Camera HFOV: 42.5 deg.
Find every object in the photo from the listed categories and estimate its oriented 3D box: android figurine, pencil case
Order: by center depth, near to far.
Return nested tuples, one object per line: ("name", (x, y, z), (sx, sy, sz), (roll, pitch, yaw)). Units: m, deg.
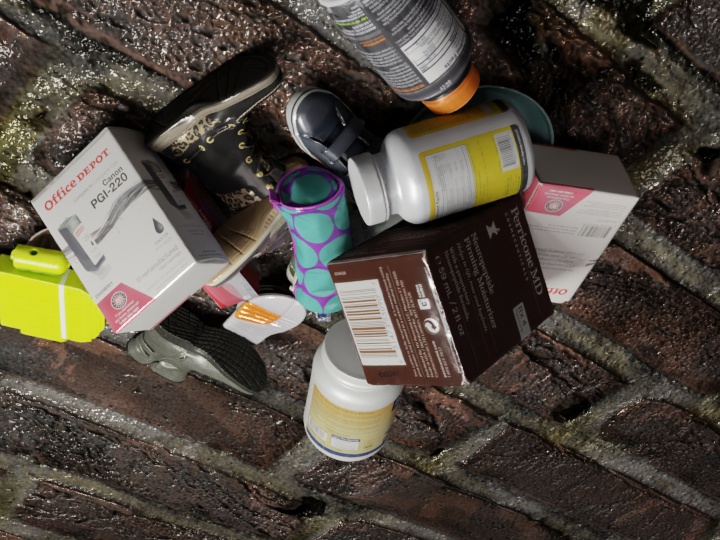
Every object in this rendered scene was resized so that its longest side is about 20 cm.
("pencil case", (-0.054, -0.033, 1.151), (0.092, 0.085, 0.201), (-10, 136, -3))
("android figurine", (-0.424, 0.038, 1.256), (0.198, 0.041, 0.183), (10, 139, -5))

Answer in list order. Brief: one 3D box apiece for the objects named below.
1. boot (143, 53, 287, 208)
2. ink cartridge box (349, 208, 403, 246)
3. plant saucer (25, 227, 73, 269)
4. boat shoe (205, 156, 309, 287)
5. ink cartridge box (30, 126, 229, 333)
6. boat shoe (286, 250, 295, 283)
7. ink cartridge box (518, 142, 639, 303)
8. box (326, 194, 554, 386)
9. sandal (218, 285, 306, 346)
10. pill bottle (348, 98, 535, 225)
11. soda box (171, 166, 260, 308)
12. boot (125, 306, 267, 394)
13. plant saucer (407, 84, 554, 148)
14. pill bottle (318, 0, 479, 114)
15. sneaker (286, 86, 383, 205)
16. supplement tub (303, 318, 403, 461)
("boot", (-0.141, -0.160, 1.106), (0.199, 0.074, 0.151), (-26, 132, 25))
("ink cartridge box", (0.043, 0.004, 1.252), (0.099, 0.039, 0.201), (-22, 112, -12))
("plant saucer", (-0.353, -0.004, 1.254), (0.198, 0.032, 0.201), (3, 140, 3))
("boat shoe", (-0.125, -0.052, 1.175), (0.200, 0.072, 0.065), (-52, 140, -8))
("ink cartridge box", (-0.275, -0.048, 1.102), (0.145, 0.201, 0.085), (-39, 168, 17))
("boat shoe", (0.000, 0.002, 1.291), (0.200, 0.072, 0.060), (10, 139, -11))
("ink cartridge box", (0.242, -0.057, 1.204), (0.145, 0.083, 0.201), (5, 136, -19))
("box", (0.099, 0.023, 1.122), (0.163, 0.199, 0.167), (-7, 107, 46))
("sandal", (-0.147, 0.056, 1.345), (0.079, 0.060, 0.206), (31, 147, -23))
("pill bottle", (0.091, -0.119, 1.069), (0.198, 0.112, 0.113), (-17, 137, -8))
("soda box", (-0.206, -0.039, 1.224), (0.063, 0.070, 0.200), (-18, 135, 16))
("boot", (-0.244, 0.134, 1.383), (0.199, 0.068, 0.131), (35, 137, -12))
("plant saucer", (0.142, -0.159, 1.169), (0.198, 0.036, 0.201), (-4, 136, -4))
("pill bottle", (0.051, -0.258, 1.005), (0.106, 0.107, 0.200), (-29, 132, 22))
("sneaker", (-0.010, -0.143, 1.122), (0.079, 0.079, 0.200), (-52, 136, -8))
("supplement tub", (-0.009, 0.181, 1.421), (0.143, 0.145, 0.201), (3, 136, -9))
